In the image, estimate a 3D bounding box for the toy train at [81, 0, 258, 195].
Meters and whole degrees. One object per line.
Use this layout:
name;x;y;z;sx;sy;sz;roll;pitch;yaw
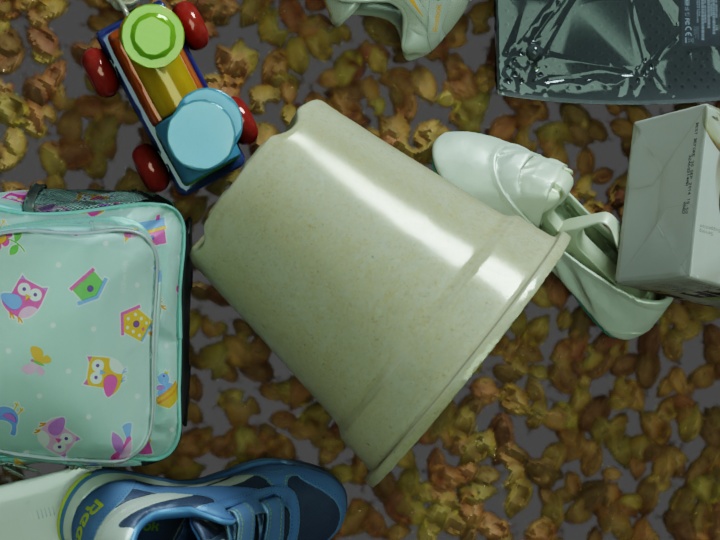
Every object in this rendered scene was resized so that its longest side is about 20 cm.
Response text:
toy train;-0.136;-0.147;0.906;0.084;0.116;0.201;-28;96;-8

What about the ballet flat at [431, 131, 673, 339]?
ballet flat;0.138;-0.034;0.976;0.200;0.069;0.070;42;85;-10

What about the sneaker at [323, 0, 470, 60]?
sneaker;-0.013;-0.216;0.948;0.199;0.076;0.092;34;91;-8

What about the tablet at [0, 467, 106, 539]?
tablet;-0.250;0.201;0.926;0.198;0.014;0.131;-13;118;-8

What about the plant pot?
plant pot;0.000;0.000;0.910;0.183;0.200;0.201;39;86;3

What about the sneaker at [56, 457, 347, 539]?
sneaker;-0.090;0.169;0.922;0.198;0.082;0.075;-1;105;-31

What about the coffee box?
coffee box;0.277;-0.028;0.964;0.198;0.080;0.114;13;80;-26

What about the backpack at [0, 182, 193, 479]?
backpack;-0.207;0.036;0.886;0.198;0.153;0.178;2;97;-3

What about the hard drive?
hard drive;0.186;-0.182;0.995;0.198;0.042;0.136;-2;92;-9
